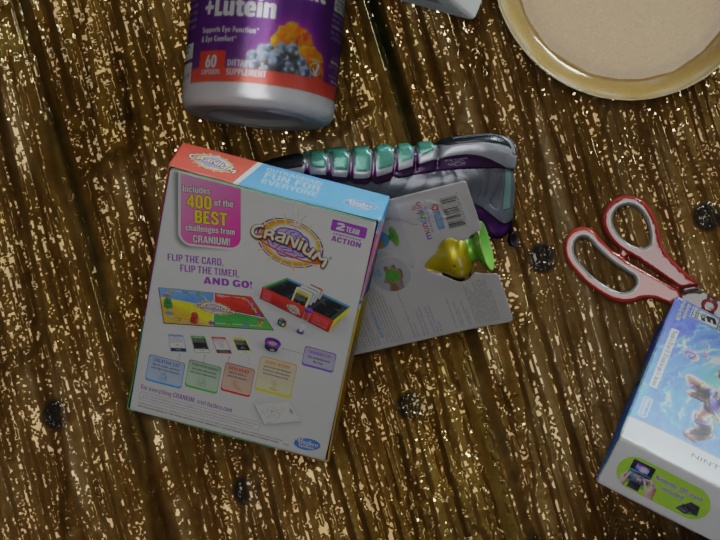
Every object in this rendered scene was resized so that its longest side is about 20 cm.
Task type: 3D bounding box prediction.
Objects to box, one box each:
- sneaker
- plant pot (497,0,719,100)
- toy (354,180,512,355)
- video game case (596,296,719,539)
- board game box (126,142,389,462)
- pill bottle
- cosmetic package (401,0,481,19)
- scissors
[{"bbox_3d":[0.015,-0.047,1.730,0.199,0.074,0.088,-5,95,5],"label":"sneaker"},{"bbox_3d":[0.195,-0.222,1.760,0.199,0.027,0.201,0,85,2],"label":"plant pot"},{"bbox_3d":[0.000,0.000,1.715,0.199,0.047,0.116,-11,117,19],"label":"toy"},{"bbox_3d":[0.270,0.117,1.645,0.181,0.200,0.046,27,124,4],"label":"video game case"},{"bbox_3d":[-0.073,0.024,1.688,0.152,0.040,0.201,15,118,3],"label":"board game box"},{"bbox_3d":[-0.065,-0.208,1.727,0.111,0.111,0.201,5,85,3],"label":"pill bottle"},{"bbox_3d":[0.068,-0.295,1.726,0.071,0.101,0.201,19,83,33],"label":"cosmetic package"},{"bbox_3d":[0.237,0.025,1.742,0.200,0.014,0.073,41,85,4],"label":"scissors"}]
